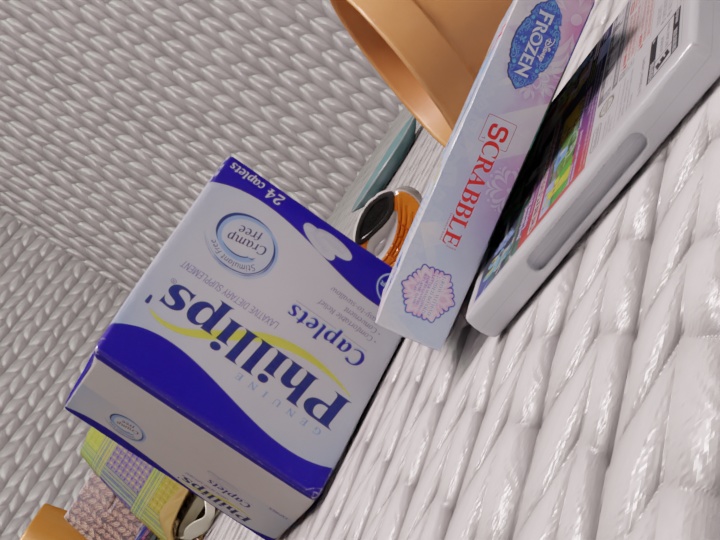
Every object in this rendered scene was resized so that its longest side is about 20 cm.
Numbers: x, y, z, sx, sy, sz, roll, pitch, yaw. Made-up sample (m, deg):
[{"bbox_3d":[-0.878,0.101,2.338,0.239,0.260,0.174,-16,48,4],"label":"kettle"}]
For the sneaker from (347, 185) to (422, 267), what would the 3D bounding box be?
[{"bbox_3d":[0.000,0.000,1.196,0.200,0.076,0.092,-48,0,20],"label":"sneaker"}]

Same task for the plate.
[{"bbox_3d":[0.047,-0.177,2.080,0.201,0.025,0.200,-56,5,8],"label":"plate"}]

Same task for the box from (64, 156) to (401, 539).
[{"bbox_3d":[-0.080,0.056,0.897,0.105,0.183,0.201,-47,11,53],"label":"box"}]

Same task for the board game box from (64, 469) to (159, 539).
[{"bbox_3d":[-0.268,0.271,1.627,0.160,0.097,0.200,-56,-13,14],"label":"board game box"}]

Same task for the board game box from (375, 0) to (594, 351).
[{"bbox_3d":[0.068,-0.062,0.735,0.200,0.041,0.201,-57,-9,-85],"label":"board game box"}]

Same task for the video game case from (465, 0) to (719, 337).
[{"bbox_3d":[0.127,-0.082,0.644,0.183,0.023,0.201,-54,7,35],"label":"video game case"}]

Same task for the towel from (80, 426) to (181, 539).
[{"bbox_3d":[-0.245,0.229,1.488,0.145,0.199,0.023,-59,-23,12],"label":"towel"}]

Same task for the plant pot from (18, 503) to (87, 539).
[{"bbox_3d":[-0.384,0.415,1.666,0.201,0.182,0.200,-56,5,7],"label":"plant pot"}]

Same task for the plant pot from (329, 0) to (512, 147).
[{"bbox_3d":[0.082,-0.224,1.128,0.140,0.200,0.200,-41,5,0],"label":"plant pot"}]

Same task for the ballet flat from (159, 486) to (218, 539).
[{"bbox_3d":[-0.161,0.239,1.374,0.201,0.068,0.063,-58,32,27],"label":"ballet flat"}]
